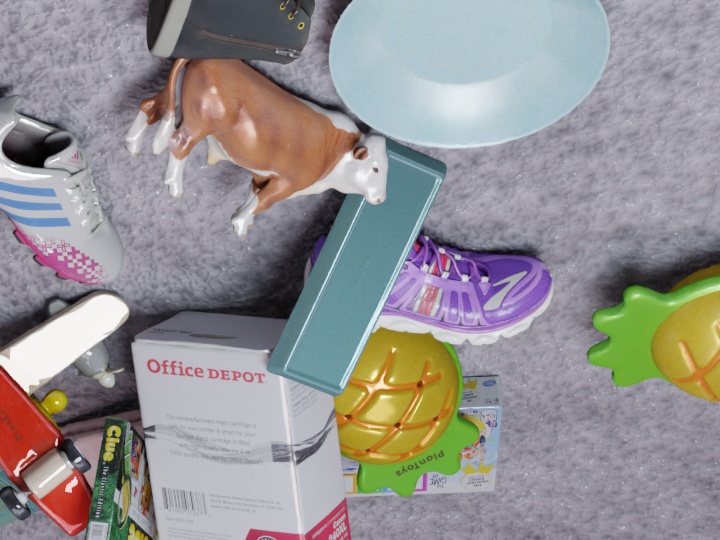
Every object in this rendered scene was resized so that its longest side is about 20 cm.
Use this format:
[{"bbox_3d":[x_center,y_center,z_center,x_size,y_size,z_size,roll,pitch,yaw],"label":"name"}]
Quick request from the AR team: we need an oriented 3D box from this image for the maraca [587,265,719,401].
[{"bbox_3d":[0.284,0.051,1.804,0.199,0.107,0.138,-2,134,-3],"label":"maraca"}]

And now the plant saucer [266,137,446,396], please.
[{"bbox_3d":[0.000,0.000,1.707,0.070,0.019,0.201,22,97,-29],"label":"plant saucer"}]

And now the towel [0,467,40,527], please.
[{"bbox_3d":[-0.352,0.164,1.975,0.146,0.022,0.200,-23,136,20],"label":"towel"}]

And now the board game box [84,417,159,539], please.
[{"bbox_3d":[-0.188,0.196,1.841,0.023,0.105,0.200,7,164,9],"label":"board game box"}]

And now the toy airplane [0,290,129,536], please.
[{"bbox_3d":[-0.295,0.106,1.810,0.199,0.200,0.141,7,174,0],"label":"toy airplane"}]

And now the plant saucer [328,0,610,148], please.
[{"bbox_3d":[0.076,-0.166,1.583,0.200,0.039,0.201,-3,141,-2],"label":"plant saucer"}]

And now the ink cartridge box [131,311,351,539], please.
[{"bbox_3d":[-0.095,0.140,1.807,0.145,0.083,0.201,4,110,29],"label":"ink cartridge box"}]

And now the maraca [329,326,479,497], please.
[{"bbox_3d":[0.025,0.113,1.862,0.137,0.107,0.200,-24,128,4],"label":"maraca"}]

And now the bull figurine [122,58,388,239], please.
[{"bbox_3d":[-0.073,-0.090,1.633,0.200,0.065,0.122,34,103,-30],"label":"bull figurine"}]

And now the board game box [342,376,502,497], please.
[{"bbox_3d":[0.022,0.149,1.975,0.199,0.034,0.135,-3,142,-2],"label":"board game box"}]

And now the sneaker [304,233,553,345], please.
[{"bbox_3d":[0.056,0.006,1.768,0.199,0.081,0.084,0,136,-4],"label":"sneaker"}]

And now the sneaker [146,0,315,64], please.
[{"bbox_3d":[-0.070,-0.212,1.496,0.106,0.075,0.200,5,150,-19],"label":"sneaker"}]

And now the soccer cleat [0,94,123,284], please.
[{"bbox_3d":[-0.226,-0.057,1.667,0.086,0.070,0.200,-24,137,24],"label":"soccer cleat"}]

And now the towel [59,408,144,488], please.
[{"bbox_3d":[-0.147,0.183,1.976,0.190,0.032,0.200,-14,136,29],"label":"towel"}]
